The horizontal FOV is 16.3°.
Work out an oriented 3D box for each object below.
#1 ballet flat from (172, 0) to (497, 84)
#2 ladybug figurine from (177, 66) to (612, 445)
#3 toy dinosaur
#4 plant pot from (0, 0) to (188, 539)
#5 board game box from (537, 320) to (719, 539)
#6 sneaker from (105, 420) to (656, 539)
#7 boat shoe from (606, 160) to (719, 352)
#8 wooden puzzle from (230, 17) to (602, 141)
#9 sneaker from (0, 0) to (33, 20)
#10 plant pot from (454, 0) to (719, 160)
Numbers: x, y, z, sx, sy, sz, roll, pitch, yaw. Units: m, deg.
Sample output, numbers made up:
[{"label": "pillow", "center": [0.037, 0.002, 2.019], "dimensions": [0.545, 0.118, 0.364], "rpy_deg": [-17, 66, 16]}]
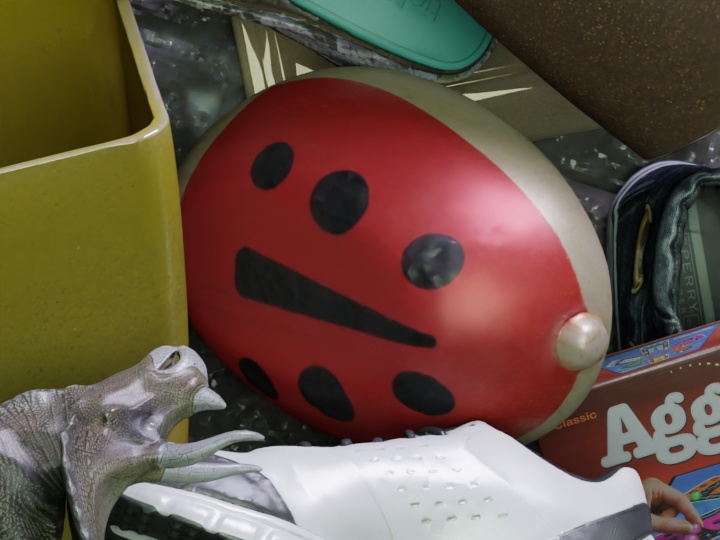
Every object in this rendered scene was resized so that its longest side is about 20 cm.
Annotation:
[{"label": "ballet flat", "center": [-0.045, -0.122, 0.898], "dimensions": [0.200, 0.072, 0.072], "rpy_deg": [26, 89, -19]}, {"label": "ladybug figurine", "center": [0.000, 0.000, 0.876], "dimensions": [0.072, 0.200, 0.136], "rpy_deg": [-13, 110, -45]}, {"label": "toy dinosaur", "center": [-0.131, 0.088, 0.748], "dimensions": [0.102, 0.077, 0.200], "rpy_deg": [45, 107, 12]}, {"label": "plant pot", "center": [-0.153, 0.022, 0.867], "dimensions": [0.200, 0.200, 0.177], "rpy_deg": [-15, 114, -5]}, {"label": "board game box", "center": [0.166, 0.056, 0.901], "dimensions": [0.200, 0.019, 0.103], "rpy_deg": [-17, 118, 3]}, {"label": "sneaker", "center": [0.005, 0.084, 0.817], "dimensions": [0.200, 0.074, 0.080], "rpy_deg": [16, 59, -12]}, {"label": "boat shoe", "center": [0.134, 0.058, 0.943], "dimensions": [0.071, 0.091, 0.200], "rpy_deg": [-11, 92, -5]}, {"label": "wooden puzzle", "center": [0.035, -0.145, 0.961], "dimensions": [0.185, 0.037, 0.200], "rpy_deg": [-11, 97, -4]}, {"label": "sneaker", "center": [-0.122, -0.170, 0.928], "dimensions": [0.078, 0.079, 0.200], "rpy_deg": [30, 115, -38]}, {"label": "plant pot", "center": [0.083, -0.145, 0.847], "dimensions": [0.187, 0.187, 0.200], "rpy_deg": [-33, 95, -4]}]
